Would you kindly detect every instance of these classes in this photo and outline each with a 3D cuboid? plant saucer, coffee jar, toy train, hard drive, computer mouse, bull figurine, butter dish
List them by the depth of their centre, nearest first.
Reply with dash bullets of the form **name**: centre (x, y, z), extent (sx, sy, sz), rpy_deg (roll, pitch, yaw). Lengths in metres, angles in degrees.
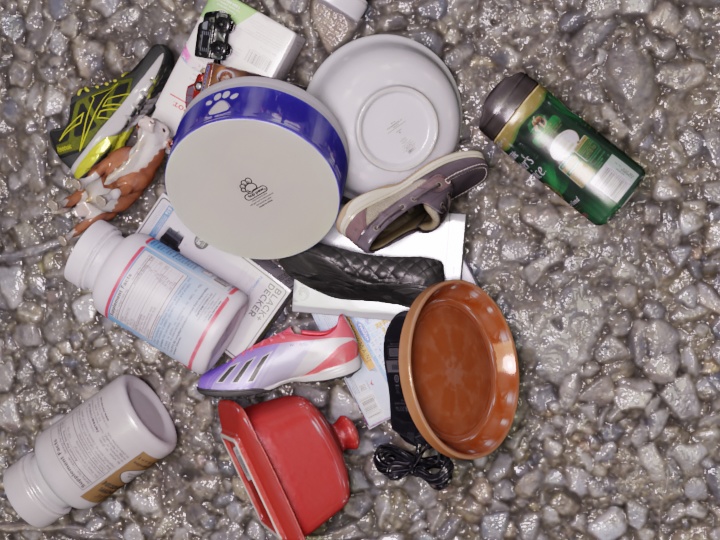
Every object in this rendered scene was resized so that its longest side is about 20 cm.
- **plant saucer**: centre (0.109, 0.111, 1.345), extent (0.032, 0.200, 0.202), rpy_deg (-12, 94, 43)
- **coffee jar**: centre (0.227, -0.143, 1.383), extent (0.200, 0.104, 0.085), rpy_deg (40, 95, 3)
- **computer mouse**: centre (0.070, 0.146, 1.394), extent (0.052, 0.138, 0.202), rpy_deg (-3, 93, -36)
- **toy train**: centre (-0.183, -0.202, 1.397), extent (0.045, 0.034, 0.202), rpy_deg (10, 96, 9)
- **bull figurine**: centre (-0.294, -0.105, 1.414), extent (0.065, 0.121, 0.200), rpy_deg (50, 137, 0)
- **hard drive**: centre (0.022, -0.009, 1.418), extent (0.198, 0.027, 0.133), rpy_deg (5, 93, 9)
- **butter dish**: centre (-0.070, 0.222, 1.429), extent (0.147, 0.200, 0.200), rpy_deg (-26, 93, -14)

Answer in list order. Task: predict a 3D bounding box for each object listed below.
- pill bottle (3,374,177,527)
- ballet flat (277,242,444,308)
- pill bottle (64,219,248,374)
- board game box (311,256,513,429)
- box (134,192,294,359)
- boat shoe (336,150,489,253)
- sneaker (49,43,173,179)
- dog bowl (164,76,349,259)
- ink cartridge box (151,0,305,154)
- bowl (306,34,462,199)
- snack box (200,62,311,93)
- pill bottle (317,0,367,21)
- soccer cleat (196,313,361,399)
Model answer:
- **pill bottle**: centre (-0.337, 0.228, 1.480), extent (0.199, 0.114, 0.115), rpy_deg (-35, 90, 9)
- **ballet flat**: centre (0.000, 0.000, 1.391), extent (0.199, 0.057, 0.067), rpy_deg (13, 138, 8)
- **pill bottle**: centre (-0.239, 0.026, 1.393), extent (0.199, 0.109, 0.109), rpy_deg (31, 98, 4)
- **board game box**: centre (0.055, 0.059, 1.453), extent (0.199, 0.041, 0.201), rpy_deg (-26, 91, 9)
- **box**: centre (-0.187, 0.006, 1.470), extent (0.200, 0.060, 0.117), rpy_deg (38, 99, 3)
- **boat shoe**: centre (0.069, -0.073, 1.358), extent (0.199, 0.072, 0.065), rpy_deg (-24, 59, -23)
- **sneaker**: centre (-0.309, -0.204, 1.461), extent (0.085, 0.074, 0.200), rpy_deg (40, 98, 3)
- **dog bowl**: centre (-0.114, -0.111, 1.330), extent (0.198, 0.079, 0.201), rpy_deg (4, 132, 4)
- **ink cartridge box**: centre (-0.166, -0.221, 1.445), extent (0.117, 0.067, 0.201), rpy_deg (30, 97, 4)
- **bowl**: centre (0.033, -0.169, 1.382), extent (0.199, 0.090, 0.203), rpy_deg (-2, 103, -10)
- **snack box**: centre (-0.094, -0.187, 1.406), extent (0.199, 0.024, 0.072), rpy_deg (10, 98, -30)
- **pill bottle**: centre (0.007, -0.399, 1.386), extent (0.112, 0.113, 0.201), rpy_deg (29, 97, 4)
- **soccer cleat**: centre (-0.101, 0.104, 1.419), extent (0.198, 0.068, 0.074), rpy_deg (-11, 100, 4)
